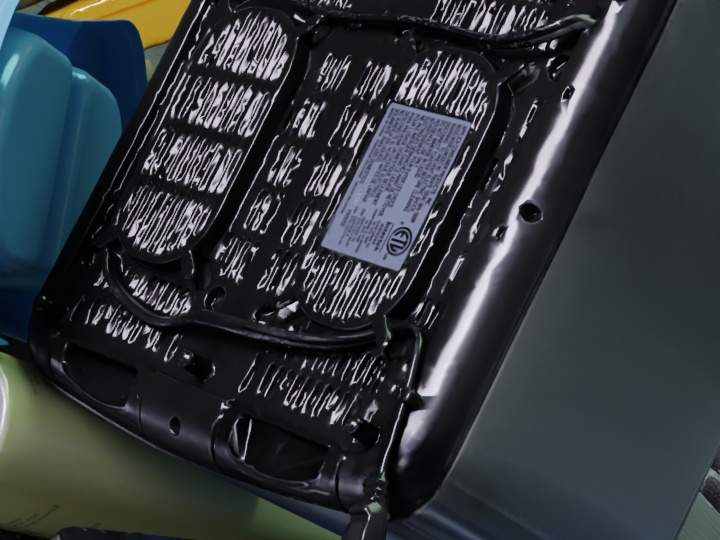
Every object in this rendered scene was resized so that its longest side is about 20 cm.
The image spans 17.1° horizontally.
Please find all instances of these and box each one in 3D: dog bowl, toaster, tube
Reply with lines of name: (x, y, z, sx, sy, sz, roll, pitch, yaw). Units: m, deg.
dog bowl: (-0.111, -0.033, 0.731, 0.049, 0.112, 0.200, 9, -4, 6)
toaster: (0.016, -0.005, 0.677, 0.181, 0.200, 0.119, 17, -13, 47)
tube: (-0.063, 0.072, 0.765, 0.200, 0.052, 0.058, 25, 26, -52)

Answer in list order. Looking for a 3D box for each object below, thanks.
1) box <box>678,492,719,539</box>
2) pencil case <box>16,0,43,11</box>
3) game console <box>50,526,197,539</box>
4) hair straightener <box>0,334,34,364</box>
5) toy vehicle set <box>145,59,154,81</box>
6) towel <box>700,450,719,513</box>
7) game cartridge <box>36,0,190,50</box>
box: (0.093, 0.102, 0.910, 0.158, 0.048, 0.200, 49, -6, 6)
pencil case: (-0.129, -0.148, 0.911, 0.091, 0.200, 0.083, 61, -31, 8)
game console: (0.040, 0.105, 0.668, 0.176, 0.116, 0.200, 45, 11, 26)
hair straightener: (-0.145, 0.022, 0.786, 0.200, 0.041, 0.077, 28, 7, -31)
toy vehicle set: (-0.192, -0.087, 1.088, 0.199, 0.027, 0.124, 5, 10, -10)
towel: (0.155, 0.114, 1.080, 0.200, 0.086, 0.166, 37, -21, 46)
game cartridge: (-0.040, -0.128, 0.965, 0.200, 0.176, 0.033, -92, 162, -80)
